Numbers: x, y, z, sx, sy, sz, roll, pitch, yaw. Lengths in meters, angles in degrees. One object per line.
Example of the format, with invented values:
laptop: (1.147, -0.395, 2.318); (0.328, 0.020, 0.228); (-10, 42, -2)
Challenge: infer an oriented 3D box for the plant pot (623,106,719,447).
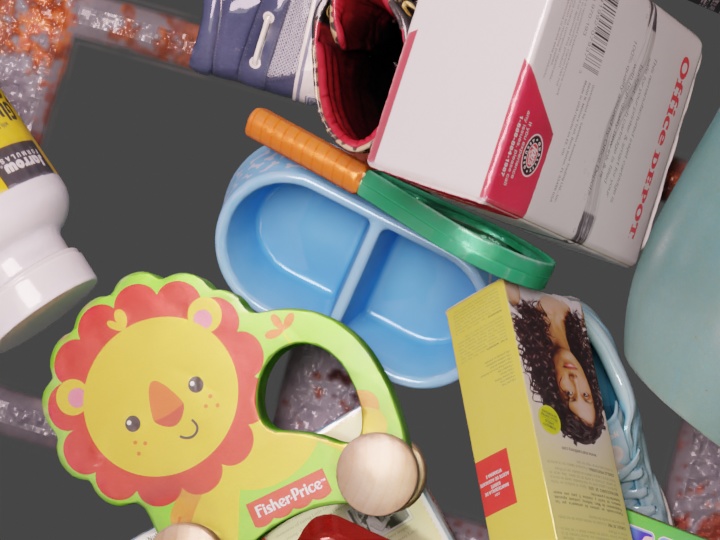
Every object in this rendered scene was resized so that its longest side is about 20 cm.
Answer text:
plant pot: (0.243, 0.020, 1.006); (0.200, 0.201, 0.162); (37, 103, 5)

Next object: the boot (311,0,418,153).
boot: (0.033, -0.152, 1.041); (0.072, 0.150, 0.203); (8, 92, 26)

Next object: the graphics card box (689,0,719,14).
graphics card box: (0.310, -0.184, 1.072); (0.198, 0.051, 0.127); (24, 90, 7)

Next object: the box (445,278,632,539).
box: (0.102, 0.109, 0.973); (0.050, 0.075, 0.202); (-30, 59, 38)

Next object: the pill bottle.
pill bottle: (-0.248, -0.054, 1.085); (0.112, 0.112, 0.201); (-35, 86, 3)

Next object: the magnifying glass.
magnifying glass: (0.022, -0.042, 1.018); (0.199, 0.079, 0.023); (27, 100, 17)

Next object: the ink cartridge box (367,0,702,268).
ink cartridge box: (0.106, -0.096, 1.010); (0.083, 0.199, 0.147); (17, 90, 33)

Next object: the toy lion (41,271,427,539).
toy lion: (-0.082, 0.084, 1.053); (0.198, 0.069, 0.193); (-24, 82, 6)

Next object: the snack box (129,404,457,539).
snack box: (-0.047, 0.178, 1.097); (0.199, 0.037, 0.117); (-30, 86, 4)

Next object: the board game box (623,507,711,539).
board game box: (0.150, 0.238, 0.956); (0.134, 0.029, 0.202); (15, 86, 48)

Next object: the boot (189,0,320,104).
boot: (-0.044, -0.209, 1.091); (0.089, 0.073, 0.202); (12, 90, 0)

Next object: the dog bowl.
dog bowl: (0.000, 0.000, 1.075); (0.198, 0.050, 0.112); (27, 112, 6)

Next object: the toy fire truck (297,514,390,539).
toy fire truck: (0.025, 0.243, 1.017); (0.198, 0.112, 0.169); (26, 110, -13)

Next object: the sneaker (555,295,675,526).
sneaker: (0.139, 0.114, 1.060); (0.073, 0.082, 0.202); (-21, 85, 5)
